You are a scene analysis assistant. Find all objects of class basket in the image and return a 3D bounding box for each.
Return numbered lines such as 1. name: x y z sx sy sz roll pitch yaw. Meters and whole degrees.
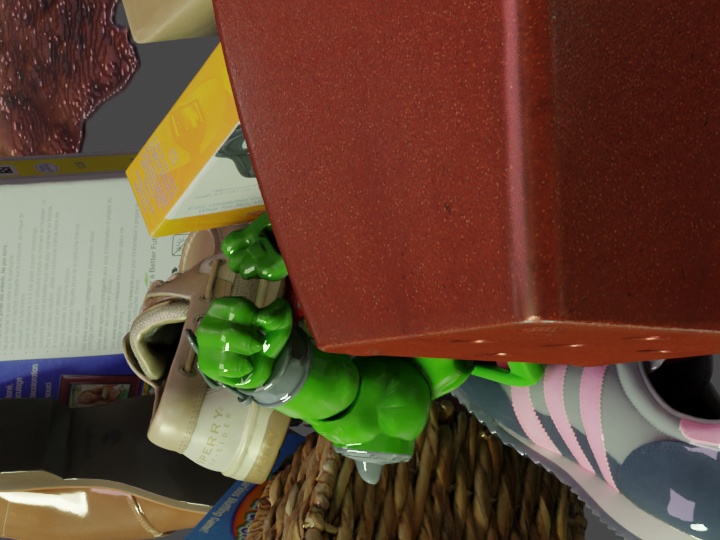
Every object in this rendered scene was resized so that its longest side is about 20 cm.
1. basket: 0.004 0.170 1.060 0.149 0.142 0.201 -44 36 49

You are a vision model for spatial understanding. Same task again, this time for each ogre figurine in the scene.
1. ogre figurine: 0.017 -0.002 0.994 0.098 0.200 0.120 -7 130 27

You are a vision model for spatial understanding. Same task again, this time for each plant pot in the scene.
1. plant pot: 0.073 -0.059 0.877 0.200 0.199 0.177 -11 78 55

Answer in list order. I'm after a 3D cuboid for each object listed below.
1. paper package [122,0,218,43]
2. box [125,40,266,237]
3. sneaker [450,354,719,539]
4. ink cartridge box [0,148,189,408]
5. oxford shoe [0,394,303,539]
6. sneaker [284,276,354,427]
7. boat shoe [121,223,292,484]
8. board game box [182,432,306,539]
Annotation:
1. paper package: -0.038 -0.220 1.106 0.200 0.103 0.192 -32 72 54
2. box: -0.010 -0.085 1.088 0.200 0.119 0.042 -49 59 48
3. sneaker: 0.105 0.049 1.022 0.200 0.070 0.082 36 106 45
4. ink cartridge box: -0.178 0.038 1.286 0.047 0.199 0.199 -131 43 -56
5. oxford shoe: -0.111 0.109 1.262 0.072 0.199 0.072 -77 -13 -49
6. sneaker: 0.000 0.000 1.139 0.200 0.077 0.085 -44 54 48
7. boat shoe: -0.073 0.026 1.146 0.200 0.065 0.072 -103 30 -61
8. board game box: -0.053 0.196 1.150 0.045 0.152 0.201 13 114 15
